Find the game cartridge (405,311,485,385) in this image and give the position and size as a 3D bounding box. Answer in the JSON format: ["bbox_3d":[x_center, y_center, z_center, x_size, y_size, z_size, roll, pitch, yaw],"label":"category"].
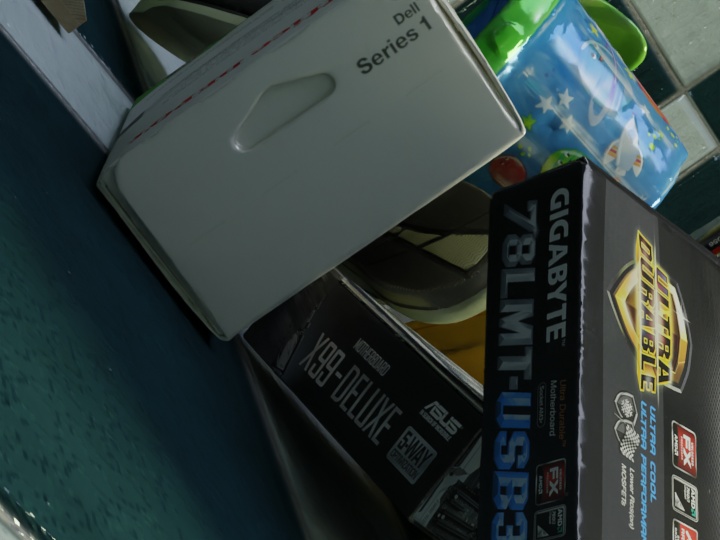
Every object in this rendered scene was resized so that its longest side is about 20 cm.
[{"bbox_3d":[0.105,0.082,0.987,0.200,0.176,0.032,52,38,-35],"label":"game cartridge"}]

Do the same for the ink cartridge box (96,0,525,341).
[{"bbox_3d":[-0.021,-0.064,0.877,0.084,0.146,0.200,54,7,-12],"label":"ink cartridge box"}]

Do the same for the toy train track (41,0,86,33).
[{"bbox_3d":[-0.171,-0.185,0.891,0.200,0.032,0.115,51,7,-28],"label":"toy train track"}]

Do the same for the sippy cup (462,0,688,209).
[{"bbox_3d":[0.093,-0.072,1.113,0.130,0.178,0.140,44,-6,-7],"label":"sippy cup"}]

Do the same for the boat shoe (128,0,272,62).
[{"bbox_3d":[-0.056,-0.131,1.064,0.074,0.063,0.201,39,-5,-25],"label":"boat shoe"}]

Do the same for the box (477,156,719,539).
[{"bbox_3d":[0.119,0.090,0.773,0.198,0.050,0.201,31,51,-39],"label":"box"}]

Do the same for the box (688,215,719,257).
[{"bbox_3d":[0.133,0.074,1.073,0.137,0.200,0.040,50,14,-37],"label":"box"}]

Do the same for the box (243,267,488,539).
[{"bbox_3d":[0.061,0.090,0.858,0.200,0.050,0.158,39,2,-34],"label":"box"}]

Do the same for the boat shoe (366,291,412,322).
[{"bbox_3d":[0.003,-0.004,1.078,0.202,0.075,0.086,49,8,-28],"label":"boat shoe"}]

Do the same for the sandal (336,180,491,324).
[{"bbox_3d":[0.022,-0.014,0.951,0.057,0.080,0.201,53,2,-27],"label":"sandal"}]
